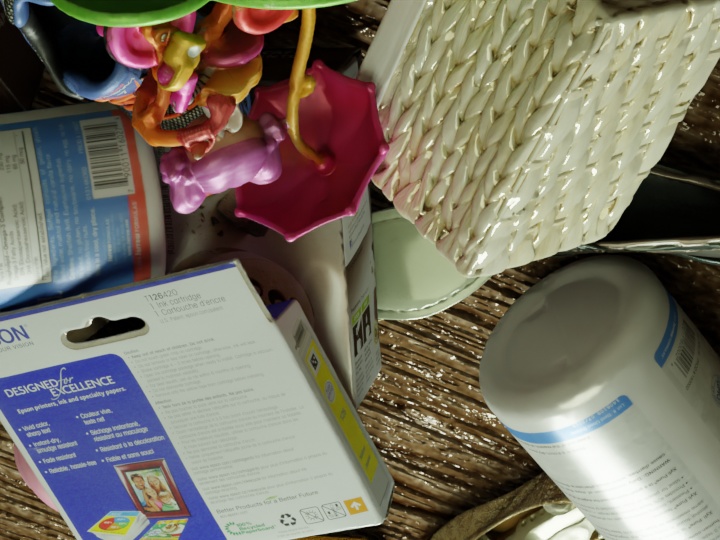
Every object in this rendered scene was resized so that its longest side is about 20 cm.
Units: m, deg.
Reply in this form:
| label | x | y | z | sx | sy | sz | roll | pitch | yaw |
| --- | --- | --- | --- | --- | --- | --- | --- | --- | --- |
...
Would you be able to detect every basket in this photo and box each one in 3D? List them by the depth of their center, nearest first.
| label | x | y | z | sx | sy | sz | roll | pitch | yaw |
| --- | --- | --- | --- | --- | --- | --- | --- | --- | --- |
| basket | 0.095 | -0.107 | 0.946 | 0.123 | 0.135 | 0.200 | 52 | 137 | 25 |

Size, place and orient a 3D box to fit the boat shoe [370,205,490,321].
| label | x | y | z | sx | sy | sz | roll | pitch | yaw |
| --- | --- | --- | --- | --- | --- | --- | --- | --- | --- |
| boat shoe | 0.000 | 0.000 | 1.137 | 0.200 | 0.061 | 0.072 | -19 | 101 | 18 |

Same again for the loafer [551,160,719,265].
| label | x | y | z | sx | sy | sz | roll | pitch | yaw |
| --- | --- | --- | --- | --- | --- | --- | --- | --- | --- |
| loafer | 0.151 | -0.042 | 1.055 | 0.199 | 0.063 | 0.072 | 5 | 87 | -1 |

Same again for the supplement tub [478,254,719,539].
| label | x | y | z | sx | sy | sz | roll | pitch | yaw |
| --- | --- | --- | --- | --- | --- | --- | --- | --- | --- |
| supplement tub | 0.178 | 0.099 | 1.141 | 0.132 | 0.132 | 0.200 | -24 | 122 | 28 |

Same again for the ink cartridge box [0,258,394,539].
| label | x | y | z | sx | sy | sz | roll | pitch | yaw |
| --- | --- | --- | --- | --- | --- | --- | --- | --- | --- |
| ink cartridge box | -0.108 | 0.080 | 1.045 | 0.197 | 0.047 | 0.201 | -12 | 121 | 23 |

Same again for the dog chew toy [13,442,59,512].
| label | x | y | z | sx | sy | sz | roll | pitch | yaw |
| --- | --- | --- | --- | --- | --- | --- | --- | --- | --- |
| dog chew toy | -0.175 | 0.113 | 1.218 | 0.124 | 0.125 | 0.200 | 35 | 155 | -19 |

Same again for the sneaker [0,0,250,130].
| label | x | y | z | sx | sy | sz | roll | pitch | yaw |
| --- | --- | --- | --- | --- | --- | --- | --- | --- | --- |
| sneaker | -0.127 | -0.110 | 0.935 | 0.075 | 0.079 | 0.200 | -27 | 138 | 23 |

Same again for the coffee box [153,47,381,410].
| label | x | y | z | sx | sy | sz | roll | pitch | yaw |
| --- | --- | --- | --- | --- | --- | --- | --- | --- | --- |
| coffee box | -0.054 | -0.025 | 1.065 | 0.113 | 0.080 | 0.201 | 1 | 108 | 13 |

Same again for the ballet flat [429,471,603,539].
| label | x | y | z | sx | sy | sz | roll | pitch | yaw |
| --- | --- | --- | --- | --- | --- | --- | --- | --- | --- |
| ballet flat | 0.110 | 0.192 | 1.278 | 0.070 | 0.065 | 0.200 | 34 | 128 | -18 |

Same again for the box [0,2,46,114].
| label | x | y | z | sx | sy | sz | roll | pitch | yaw |
| --- | --- | --- | --- | --- | --- | --- | --- | --- | --- |
| box | -0.273 | -0.165 | 1.027 | 0.100 | 0.075 | 0.200 | -15 | 129 | 23 |

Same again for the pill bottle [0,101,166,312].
| label | x | y | z | sx | sy | sz | roll | pitch | yaw |
| --- | --- | --- | --- | --- | --- | --- | --- | --- | --- |
| pill bottle | -0.216 | -0.030 | 1.020 | 0.199 | 0.112 | 0.113 | -8 | 132 | -12 |

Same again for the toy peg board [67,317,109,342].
| label | x | y | z | sx | sy | sz | roll | pitch | yaw |
| --- | --- | --- | --- | --- | --- | --- | --- | --- | --- |
| toy peg board | -0.283 | 0.032 | 1.149 | 0.199 | 0.098 | 0.200 | 31 | 150 | -17 |

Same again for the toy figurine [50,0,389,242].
| label | x | y | z | sx | sy | sz | roll | pitch | yaw |
| --- | --- | --- | --- | --- | --- | --- | --- | --- | --- |
| toy figurine | -0.052 | -0.091 | 0.893 | 0.199 | 0.150 | 0.185 | -25 | 137 | -25 |

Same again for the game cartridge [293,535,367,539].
| label | x | y | z | sx | sy | sz | roll | pitch | yaw |
| --- | --- | --- | --- | --- | --- | --- | --- | --- | --- |
| game cartridge | -0.083 | 0.203 | 1.287 | 0.199 | 0.033 | 0.176 | 5 | 168 | 8 |
